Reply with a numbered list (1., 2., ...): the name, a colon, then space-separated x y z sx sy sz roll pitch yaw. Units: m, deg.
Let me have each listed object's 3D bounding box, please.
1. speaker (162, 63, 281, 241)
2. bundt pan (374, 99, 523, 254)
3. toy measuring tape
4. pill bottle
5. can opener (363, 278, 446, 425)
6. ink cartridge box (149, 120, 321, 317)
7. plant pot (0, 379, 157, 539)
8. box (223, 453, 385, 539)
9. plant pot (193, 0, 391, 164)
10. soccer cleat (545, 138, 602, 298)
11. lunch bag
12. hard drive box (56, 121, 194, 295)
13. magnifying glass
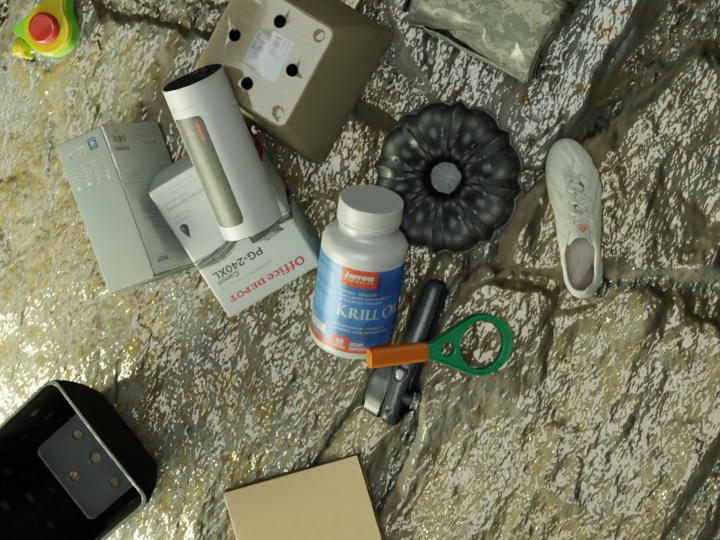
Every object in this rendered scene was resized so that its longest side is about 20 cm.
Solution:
1. speaker: -0.165 -0.143 1.618 0.080 0.081 0.202 -17 111 11
2. bundt pan: 0.109 -0.118 1.721 0.198 0.076 0.205 1 94 9
3. toy measuring tape: -0.383 -0.343 1.797 0.199 0.074 0.074 -36 88 11
4. pill bottle: 0.000 0.000 1.700 0.111 0.113 0.203 13 119 9
5. can opener: 0.066 0.106 1.752 0.078 0.063 0.202 23 98 8
6. ink cartridge box: -0.158 -0.064 1.733 0.144 0.084 0.201 -30 109 7
7. plant pot: -0.384 0.270 1.790 0.199 0.177 0.200 -40 86 10
8. box: -0.071 0.350 1.817 0.197 0.021 0.166 -17 91 11
9. plant pot: -0.102 -0.269 1.697 0.198 0.177 0.201 32 99 7
10. soccer cleat: 0.274 -0.066 1.693 0.068 0.078 0.203 -8 93 11
11. lunch bag: 0.167 -0.343 1.660 0.198 0.139 0.169 29 98 8
12. hard drive box: -0.294 -0.085 1.752 0.076 0.156 0.203 -20 90 21
13. magnifying glass: 0.103 0.101 1.721 0.197 0.022 0.081 -6 101 -20
